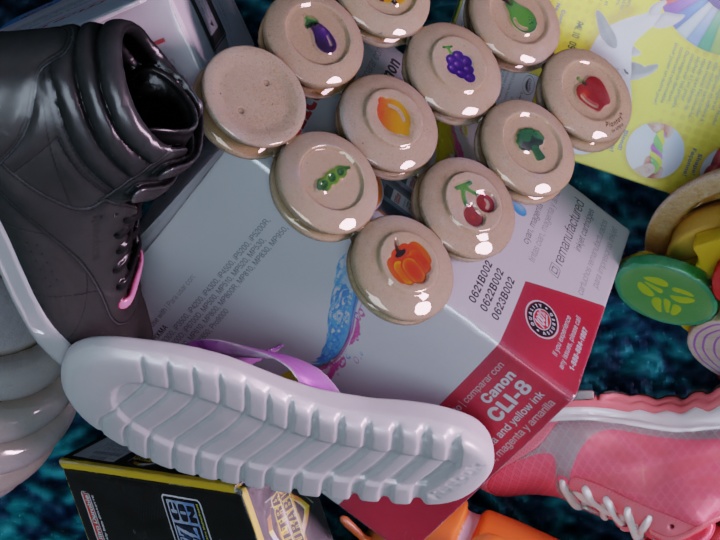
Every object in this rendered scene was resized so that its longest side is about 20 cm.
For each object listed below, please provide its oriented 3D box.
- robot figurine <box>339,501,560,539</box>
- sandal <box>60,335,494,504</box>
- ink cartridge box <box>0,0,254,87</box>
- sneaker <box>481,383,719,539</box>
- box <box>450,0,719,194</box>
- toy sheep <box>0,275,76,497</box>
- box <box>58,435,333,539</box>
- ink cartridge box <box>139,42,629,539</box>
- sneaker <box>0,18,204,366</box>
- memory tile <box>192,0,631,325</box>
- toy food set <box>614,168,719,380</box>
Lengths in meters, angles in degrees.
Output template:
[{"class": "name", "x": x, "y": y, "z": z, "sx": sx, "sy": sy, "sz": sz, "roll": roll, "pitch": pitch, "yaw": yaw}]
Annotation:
[{"class": "robot figurine", "x": 0.072, "y": 0.190, "z": 1.208, "sx": 0.199, "sy": 0.144, "sz": 0.117, "roll": 24, "pitch": 95, "yaw": 4}, {"class": "sandal", "x": -0.038, "y": 0.061, "z": 1.051, "sx": 0.202, "sy": 0.050, "sz": 0.083, "roll": 17, "pitch": 138, "yaw": -15}, {"class": "ink cartridge box", "x": -0.123, "y": -0.093, "z": 1.091, "sx": 0.115, "sy": 0.200, "sz": 0.067, "roll": -22, "pitch": 103, "yaw": 9}, {"class": "sneaker", "x": 0.147, "y": 0.108, "z": 1.174, "sx": 0.199, "sy": 0.074, "sz": 0.087, "roll": -7, "pitch": 65, "yaw": 21}, {"class": "box", "x": 0.143, "y": -0.105, "z": 1.156, "sx": 0.199, "sy": 0.048, "sz": 0.118, "roll": 19, "pitch": 106, "yaw": 0}, {"class": "toy sheep", "x": -0.196, "y": 0.042, "z": 1.111, "sx": 0.138, "sy": 0.138, "sz": 0.200, "roll": 25, "pitch": 138, "yaw": -5}, {"class": "box", "x": -0.065, "y": 0.184, "z": 1.204, "sx": 0.159, "sy": 0.049, "sz": 0.201, "roll": 1, "pitch": 114, "yaw": 48}, {"class": "ink cartridge box", "x": 0.000, "y": 0.000, "z": 1.123, "sx": 0.200, "sy": 0.145, "sz": 0.145, "roll": 36, "pitch": 128, "yaw": -8}, {"class": "sneaker", "x": -0.105, "y": -0.026, "z": 1.002, "sx": 0.099, "sy": 0.071, "sz": 0.200, "roll": -11, "pitch": 131, "yaw": 15}, {"class": "memory tile", "x": 0.028, "y": -0.079, "z": 1.060, "sx": 0.153, "sy": 0.200, "sz": 0.017, "roll": 48, "pitch": 144, "yaw": 0}, {"class": "toy food set", "x": 0.231, "y": 0.015, "z": 1.130, "sx": 0.200, "sy": 0.049, "sz": 0.198, "roll": 36, "pitch": 148, "yaw": -25}]
